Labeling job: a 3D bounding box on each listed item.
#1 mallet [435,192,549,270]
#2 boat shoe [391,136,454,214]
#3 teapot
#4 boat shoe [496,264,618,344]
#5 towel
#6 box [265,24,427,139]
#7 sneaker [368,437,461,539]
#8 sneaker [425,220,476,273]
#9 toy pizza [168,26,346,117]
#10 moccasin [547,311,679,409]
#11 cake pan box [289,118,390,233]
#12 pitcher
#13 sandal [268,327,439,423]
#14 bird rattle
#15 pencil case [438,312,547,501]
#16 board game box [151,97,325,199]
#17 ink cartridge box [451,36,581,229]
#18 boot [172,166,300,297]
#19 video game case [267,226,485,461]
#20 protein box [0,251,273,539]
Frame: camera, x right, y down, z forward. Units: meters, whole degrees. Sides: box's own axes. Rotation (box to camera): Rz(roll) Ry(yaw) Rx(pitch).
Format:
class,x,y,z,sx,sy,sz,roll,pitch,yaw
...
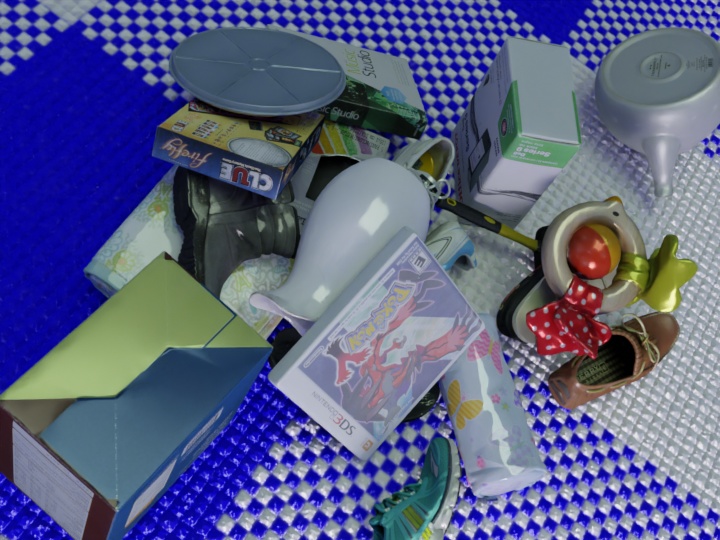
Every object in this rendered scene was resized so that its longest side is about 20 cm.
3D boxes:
class,x,y,z,sx,sy,sz,roll,pitch,yaw
mallet,0.178,-0.058,1.196,0.199,0.041,0.066,30,54,-21
boat shoe,0.064,-0.092,1.125,0.075,0.086,0.202,53,45,-18
teapot,0.425,-0.233,1.349,0.199,0.146,0.197,-35,47,-8
boat shoe,0.246,0.011,1.168,0.201,0.063,0.074,-40,105,-15
towel,-0.167,0.003,1.034,0.200,0.048,0.172,41,64,-10
box,-0.023,-0.237,1.210,0.198,0.036,0.145,8,41,-20
sneaker,0.051,0.254,0.990,0.079,0.078,0.201,24,57,4
sneaker,0.058,0.010,1.124,0.199,0.072,0.073,-31,86,-27
toy pizza,-0.115,-0.219,1.087,0.198,0.032,0.201,7,38,-5
moccasin,0.315,0.098,1.164,0.200,0.078,0.074,-18,73,-27
cake pan box,-0.075,-0.112,1.151,0.199,0.052,0.185,24,60,-6
pitcher,0.000,0.000,1.010,0.201,0.121,0.172,-55,130,-19
sandal,-0.003,0.114,1.057,0.199,0.048,0.076,17,59,-11
bird rattle,0.270,0.005,1.114,0.199,0.113,0.164,-23,87,-7
pencil case,0.140,0.148,1.072,0.090,0.083,0.201,2,62,-40
board game box,-0.124,-0.146,1.039,0.135,0.035,0.200,20,26,2
ink cartridge box,0.185,-0.161,1.184,0.083,0.200,0.147,6,61,-14
boot,-0.121,-0.019,1.000,0.131,0.070,0.202,3,80,-29
video game case,0.024,0.081,0.982,0.200,0.182,0.023,-48,45,-6
protein box,-0.210,0.129,0.881,0.135,0.200,0.199,41,57,4
